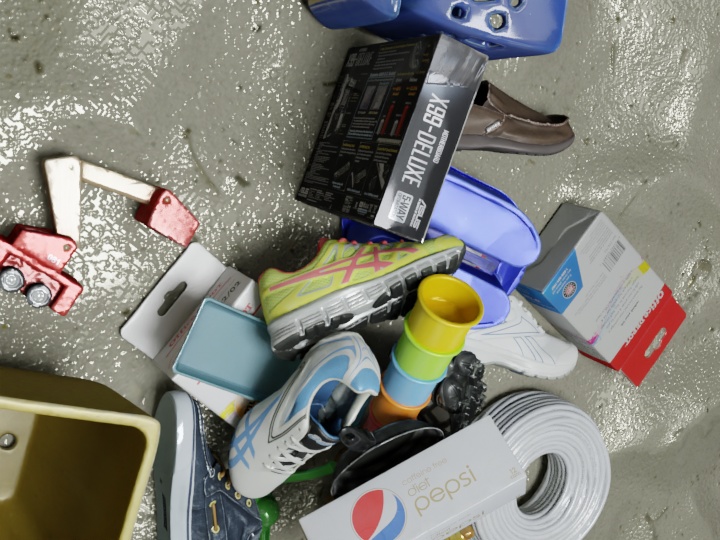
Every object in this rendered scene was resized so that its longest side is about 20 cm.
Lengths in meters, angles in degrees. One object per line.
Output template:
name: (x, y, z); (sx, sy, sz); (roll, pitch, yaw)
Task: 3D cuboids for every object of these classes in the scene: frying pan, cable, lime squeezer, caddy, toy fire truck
frying pan: (0.000, 0.164, 0.792); (0.115, 0.031, 0.190); (-43, 148, 21)
cable: (0.195, 0.241, 1.044); (0.199, 0.069, 0.201); (-28, 113, -20)
lime squeezer: (-0.079, 0.237, 0.903); (0.038, 0.070, 0.201); (-38, 158, -57)
caddy: (0.079, -0.029, 0.896); (0.199, 0.105, 0.142); (25, 98, -12)
toy fire truck: (-0.251, -0.043, 0.751); (0.200, 0.049, 0.141); (36, 83, -29)

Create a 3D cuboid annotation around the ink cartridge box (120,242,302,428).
ink cartridge box: (-0.108, 0.080, 0.845); (0.200, 0.068, 0.115); (43, 79, -29)

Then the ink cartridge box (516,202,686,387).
ink cartridge box: (0.276, 0.031, 1.041); (0.200, 0.067, 0.116); (42, 81, -29)

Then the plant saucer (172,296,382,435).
plant saucer: (-0.071, 0.088, 0.817); (0.199, 0.019, 0.070); (26, 88, -31)

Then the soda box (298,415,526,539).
soda box: (0.049, 0.214, 0.824); (0.199, 0.068, 0.064); (-28, 151, -6)

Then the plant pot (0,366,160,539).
plant pot: (-0.292, 0.161, 0.688); (0.194, 0.200, 0.196); (15, 93, -30)

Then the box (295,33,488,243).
box: (0.019, -0.118, 0.793); (0.050, 0.200, 0.158); (19, 91, -24)

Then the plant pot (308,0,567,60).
plant pot: (0.060, -0.292, 0.783); (0.179, 0.200, 0.201); (1, 101, -21)

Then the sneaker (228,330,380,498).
sneaker: (-0.054, 0.138, 0.784); (0.072, 0.073, 0.200); (20, 122, -31)

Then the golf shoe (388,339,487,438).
golf shoe: (0.077, 0.123, 0.940); (0.078, 0.094, 0.200); (-58, 158, -25)

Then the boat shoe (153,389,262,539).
boat shoe: (-0.144, 0.200, 0.857); (0.091, 0.071, 0.201); (-6, 111, -28)

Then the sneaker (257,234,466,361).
sneaker: (0.000, 0.000, 0.801); (0.199, 0.091, 0.078); (-21, 153, -19)

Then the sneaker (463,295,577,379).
sneaker: (0.163, 0.067, 0.989); (0.199, 0.074, 0.088); (14, 90, -31)

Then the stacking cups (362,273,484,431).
stacking cups: (0.047, 0.090, 0.822); (0.060, 0.061, 0.200); (-5, 141, -27)

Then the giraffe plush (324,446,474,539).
giraffe plush: (0.051, 0.284, 0.897); (0.172, 0.162, 0.201); (-7, 122, 1)

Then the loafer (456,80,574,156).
loafer: (0.136, -0.156, 0.919); (0.199, 0.073, 0.071); (-2, 103, -28)
